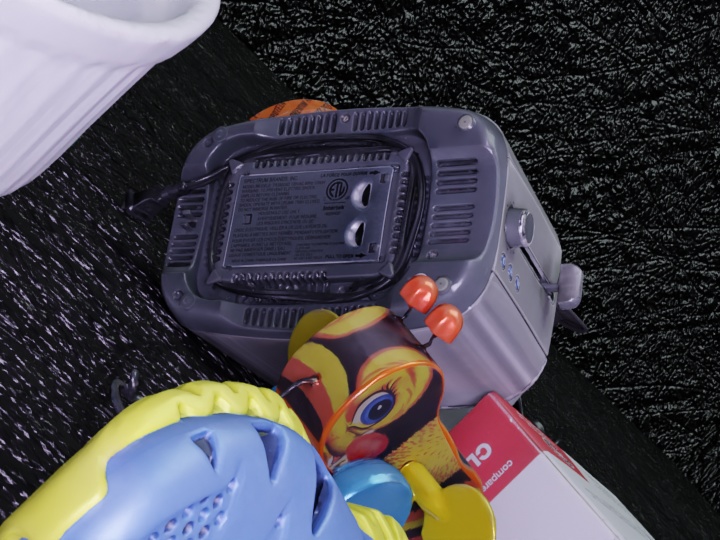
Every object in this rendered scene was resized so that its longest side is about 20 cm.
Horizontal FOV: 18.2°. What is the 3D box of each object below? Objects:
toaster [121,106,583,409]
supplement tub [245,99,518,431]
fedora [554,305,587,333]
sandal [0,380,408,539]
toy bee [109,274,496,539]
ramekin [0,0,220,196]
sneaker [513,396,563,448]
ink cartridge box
[{"bbox_3d":[0.000,0.000,1.050,0.129,0.199,0.114,45,47,-54],"label":"toaster"},{"bbox_3d":[0.001,-0.001,1.227,0.123,0.123,0.200,41,7,-47],"label":"supplement tub"},{"bbox_3d":[0.119,0.026,2.208,0.200,0.090,0.177,41,0,38],"label":"fedora"},{"bbox_3d":[-0.018,0.091,0.580,0.087,0.079,0.200,53,9,31],"label":"sandal"},{"bbox_3d":[0.008,0.061,0.856,0.131,0.109,0.200,49,5,15],"label":"toy bee"},{"bbox_3d":[-0.152,-0.116,0.741,0.200,0.098,0.201,36,24,-19],"label":"ramekin"},{"bbox_3d":[0.061,0.076,1.326,0.072,0.083,0.200,42,6,-40],"label":"sneaker"},{"bbox_3d":[0.116,0.168,1.019,0.200,0.084,0.144,48,5,40],"label":"ink cartridge box"}]
